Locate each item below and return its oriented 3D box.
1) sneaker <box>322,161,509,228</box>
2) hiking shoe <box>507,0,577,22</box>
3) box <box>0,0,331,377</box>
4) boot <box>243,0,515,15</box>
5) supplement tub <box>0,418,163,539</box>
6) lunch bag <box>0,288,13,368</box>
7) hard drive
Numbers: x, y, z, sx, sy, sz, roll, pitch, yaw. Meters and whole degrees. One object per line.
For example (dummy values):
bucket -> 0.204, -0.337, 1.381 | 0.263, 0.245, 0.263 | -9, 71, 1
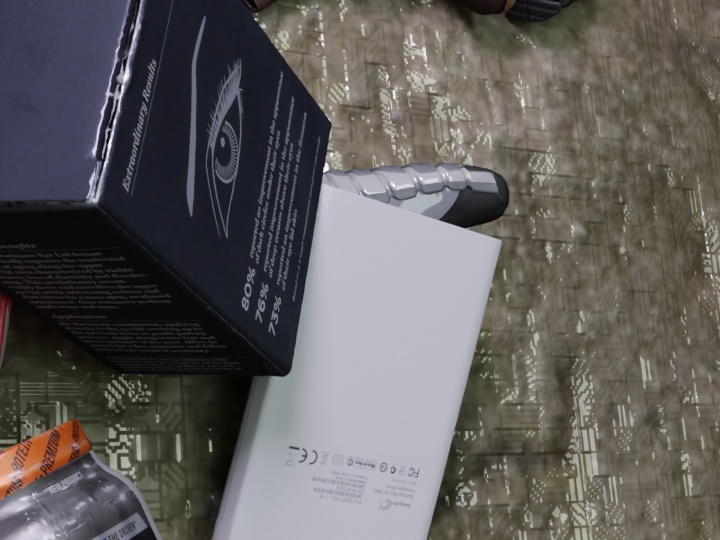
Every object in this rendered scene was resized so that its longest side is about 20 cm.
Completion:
sneaker -> 0.000, 0.000, 0.824 | 0.198, 0.075, 0.117 | -3, 83, -23
hiking shoe -> 0.110, -0.275, 0.971 | 0.100, 0.075, 0.202 | -27, 100, -42
box -> -0.103, -0.052, 0.656 | 0.200, 0.103, 0.149 | 50, 44, -57
boot -> -0.008, -0.208, 0.888 | 0.166, 0.072, 0.201 | -43, 101, -21
supplement tub -> -0.134, 0.180, 0.652 | 0.122, 0.122, 0.202 | -24, 89, -34
lunch bag -> -0.249, -0.010, 0.658 | 0.174, 0.082, 0.202 | 14, 69, -18
hard drive -> 0.001, 0.065, 0.777 | 0.131, 0.026, 0.202 | 15, 88, -35
